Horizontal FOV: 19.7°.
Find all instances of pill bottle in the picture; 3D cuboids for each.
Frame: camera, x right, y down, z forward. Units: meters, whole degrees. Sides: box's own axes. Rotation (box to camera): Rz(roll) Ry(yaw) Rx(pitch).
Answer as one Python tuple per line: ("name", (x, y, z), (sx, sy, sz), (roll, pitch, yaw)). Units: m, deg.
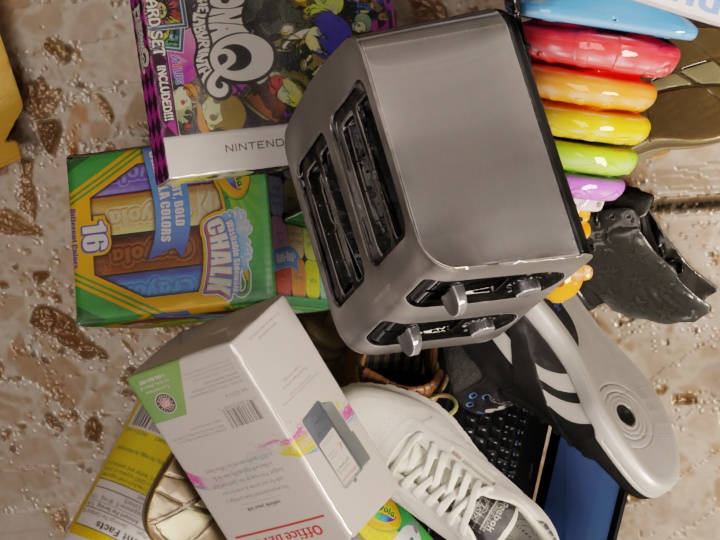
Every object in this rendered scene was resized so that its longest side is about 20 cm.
("pill bottle", (-0.154, 0.189, 1.557), (0.114, 0.114, 0.201), (26, 75, 6))

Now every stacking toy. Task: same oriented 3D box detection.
("stacking toy", (0.141, -0.078, 1.334), (0.115, 0.110, 0.201), (7, 97, -5))

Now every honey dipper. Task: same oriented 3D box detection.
("honey dipper", (0.000, 0.000, 1.533), (0.038, 0.038, 0.201), (31, 115, 4))

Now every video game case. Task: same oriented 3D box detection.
("video game case", (-0.064, -0.166, 1.397), (0.180, 0.036, 0.201), (-7, 88, -23))

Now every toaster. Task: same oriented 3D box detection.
("toaster", (0.045, -0.059, 1.304), (0.181, 0.118, 0.201), (135, 122, -64))

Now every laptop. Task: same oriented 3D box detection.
("laptop", (0.097, 0.160, 1.526), (0.199, 0.103, 0.178), (16, 114, 11))

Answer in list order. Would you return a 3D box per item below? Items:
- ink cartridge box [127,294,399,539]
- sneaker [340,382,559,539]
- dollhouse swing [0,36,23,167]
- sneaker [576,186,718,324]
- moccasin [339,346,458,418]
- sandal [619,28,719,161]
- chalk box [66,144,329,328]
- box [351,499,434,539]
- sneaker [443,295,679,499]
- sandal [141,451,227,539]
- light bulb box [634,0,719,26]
("ink cartridge box", (-0.056, 0.128, 1.420), (0.117, 0.067, 0.201), (-19, 106, 43))
("sneaker", (0.060, 0.147, 1.441), (0.200, 0.081, 0.077), (35, 92, -8))
("dollhouse swing", (-0.382, -0.161, 1.592), (0.181, 0.176, 0.201), (-22, 106, -19))
("sneaker", (0.161, -0.040, 1.456), (0.104, 0.060, 0.200), (-23, 106, 24))
("moccasin", (0.029, 0.076, 1.503), (0.073, 0.078, 0.203), (4, 107, -17))
("sandal", (0.188, -0.102, 1.407), (0.199, 0.054, 0.081), (-24, 78, 5))
("chalk box", (-0.092, -0.028, 1.483), (0.199, 0.125, 0.125), (-5, 85, 20))
("box", (0.018, 0.221, 1.554), (0.117, 0.048, 0.200), (2, 136, 52))
("sneaker", (0.131, 0.089, 1.442), (0.112, 0.073, 0.201), (-44, 71, 37))
("sandal", (-0.098, 0.122, 1.501), (0.080, 0.201, 0.054), (42, 146, -23))
("light bulb box", (0.158, -0.242, 1.286), (0.197, 0.200, 0.125), (19, 103, 9))
